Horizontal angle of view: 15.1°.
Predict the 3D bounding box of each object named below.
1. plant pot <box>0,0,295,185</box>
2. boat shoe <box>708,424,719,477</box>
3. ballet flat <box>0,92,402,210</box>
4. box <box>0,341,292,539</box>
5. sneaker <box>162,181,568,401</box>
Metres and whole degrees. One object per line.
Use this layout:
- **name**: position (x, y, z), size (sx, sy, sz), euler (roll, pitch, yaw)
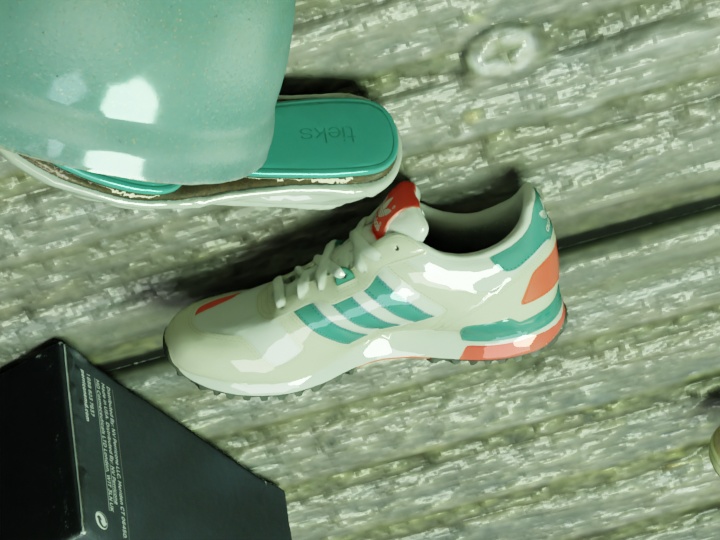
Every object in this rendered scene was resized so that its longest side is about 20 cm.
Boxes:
- **plant pot**: position (-0.106, -0.136, 1.020), size (0.200, 0.200, 0.135), euler (12, 110, -27)
- **boat shoe**: position (0.284, 0.071, 1.465), size (0.199, 0.072, 0.065), euler (-9, 134, -7)
- **ballet flat**: position (-0.080, -0.052, 1.223), size (0.199, 0.070, 0.070), euler (4, 140, -20)
- **box**: position (-0.164, 0.165, 1.425), size (0.199, 0.124, 0.198), euler (-29, 141, 22)
- **sneaker**: position (0.001, 0.000, 1.313), size (0.199, 0.070, 0.094), euler (-7, 125, -2)
